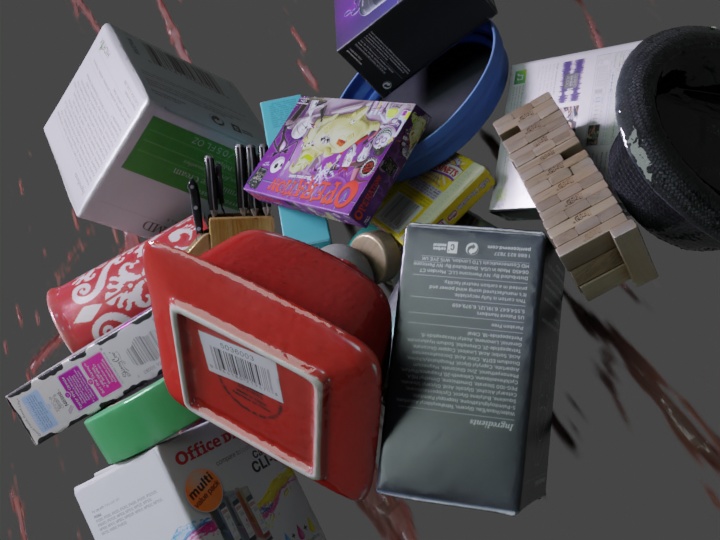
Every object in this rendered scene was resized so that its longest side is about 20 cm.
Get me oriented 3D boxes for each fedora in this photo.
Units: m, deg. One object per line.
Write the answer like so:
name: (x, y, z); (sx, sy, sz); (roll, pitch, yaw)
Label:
fedora: (0.248, -0.071, 0.651); (0.092, 0.200, 0.201); (130, 140, -59)

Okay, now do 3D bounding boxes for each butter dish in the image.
butter dish: (-0.047, 0.047, 0.722); (0.200, 0.200, 0.148); (25, 51, 19)

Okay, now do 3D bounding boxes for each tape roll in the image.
tape roll: (-0.165, 0.111, 0.902); (0.200, 0.200, 0.048); (-29, 93, 36)

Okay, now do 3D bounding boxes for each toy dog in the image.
toy dog: (-0.029, 0.055, 0.863); (0.096, 0.132, 0.200); (15, 92, 46)

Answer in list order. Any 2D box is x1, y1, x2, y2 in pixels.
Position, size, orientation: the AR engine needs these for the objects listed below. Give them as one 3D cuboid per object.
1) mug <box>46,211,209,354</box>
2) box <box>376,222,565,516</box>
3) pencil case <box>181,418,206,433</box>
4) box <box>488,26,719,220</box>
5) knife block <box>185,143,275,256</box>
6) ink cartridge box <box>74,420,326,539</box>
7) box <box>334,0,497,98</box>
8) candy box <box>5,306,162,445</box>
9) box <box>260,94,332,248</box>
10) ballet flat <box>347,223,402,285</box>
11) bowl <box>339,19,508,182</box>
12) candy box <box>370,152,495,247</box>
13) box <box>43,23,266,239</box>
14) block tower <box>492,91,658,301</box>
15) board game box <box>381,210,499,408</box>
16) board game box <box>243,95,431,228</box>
mug: (-0.244, 0.023, 1.114); (0.200, 0.133, 0.178); (-32, 9, 0)
box: (0.092, 0.076, 0.730); (0.107, 0.148, 0.200); (4, 83, 18)
pencil case: (-0.099, 0.145, 0.979); (0.200, 0.087, 0.087); (-28, 57, 39)
box: (0.207, -0.118, 0.796); (0.200, 0.036, 0.144); (1, 77, 47)
knife block: (-0.116, -0.030, 1.013); (0.176, 0.200, 0.064); (-47, 12, 0)
ink cartridge box: (-0.144, 0.250, 0.894); (0.145, 0.145, 0.200); (-31, 83, 36)
box: (0.047, -0.290, 0.942); (0.141, 0.079, 0.200); (-31, 38, 24)
candy box: (-0.232, 0.085, 0.935); (0.200, 0.136, 0.061); (-30, 94, 20)
box: (-0.067, -0.088, 1.022); (0.049, 0.082, 0.200); (-12, 58, -1)
ballet flat: (0.000, 0.000, 0.938); (0.200, 0.065, 0.071); (-36, 19, 2)
bowl: (0.057, -0.170, 0.922); (0.201, 0.039, 0.201); (-29, 38, 26)
candy box: (0.040, -0.087, 0.917); (0.102, 0.026, 0.200); (-43, 34, -3)
box: (-0.247, -0.156, 1.154); (0.171, 0.199, 0.200); (-52, 45, 20)
block tower: (0.156, -0.062, 0.715); (0.058, 0.054, 0.200); (-29, 38, 11)
board game box: (0.078, 0.047, 0.874); (0.135, 0.028, 0.200); (37, 103, 45)
board game box: (-0.028, -0.110, 0.899); (0.200, 0.032, 0.120); (17, 78, 54)
